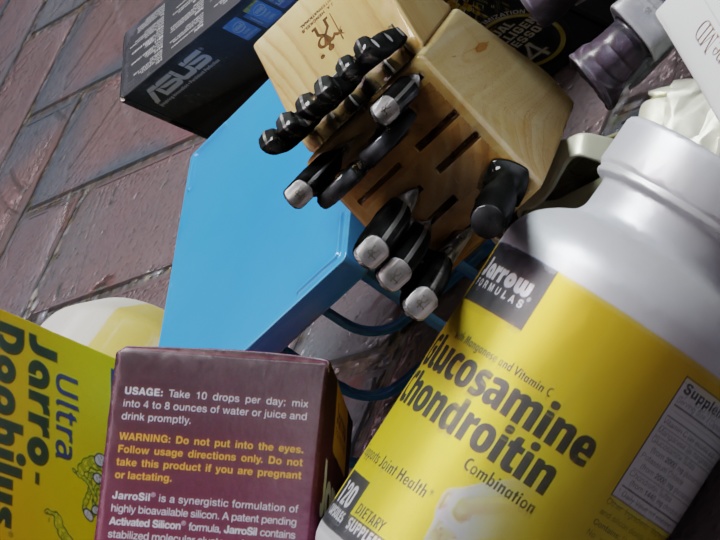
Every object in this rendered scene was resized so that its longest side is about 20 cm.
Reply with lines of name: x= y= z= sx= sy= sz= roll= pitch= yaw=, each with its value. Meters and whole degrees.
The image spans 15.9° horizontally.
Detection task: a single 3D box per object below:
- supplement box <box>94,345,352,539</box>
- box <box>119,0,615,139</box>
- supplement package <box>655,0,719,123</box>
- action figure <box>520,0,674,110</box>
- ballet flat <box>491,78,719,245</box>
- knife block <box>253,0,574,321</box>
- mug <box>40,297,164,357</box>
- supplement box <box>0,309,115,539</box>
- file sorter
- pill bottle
supplement box: x=-0.056 y=0.140 z=0.999 sx=0.110 sy=0.085 sz=0.201 roll=72 pitch=-157 yaw=-74
box: x=0.002 y=-0.117 z=1.259 sx=0.200 sy=0.161 sz=0.049 roll=-33 pitch=44 yaw=42
supplement package: x=0.216 y=-0.109 z=0.872 sx=0.200 sy=0.117 sz=0.117 roll=-50 pitch=24 yaw=17
action figure: x=0.154 y=-0.156 z=1.029 sx=0.200 sy=0.130 sz=0.069 roll=-39 pitch=-15 yaw=14
ballet flat: x=0.122 y=-0.041 z=1.041 sx=0.200 sy=0.069 sz=0.070 roll=-25 pitch=37 yaw=52
knife block: x=0.037 y=-0.035 z=0.996 sx=0.064 sy=0.200 sz=0.176 roll=-41 pitch=50 yaw=17
mug: x=-0.120 y=0.103 z=1.291 sx=0.150 sy=0.185 sz=0.154 roll=93 pitch=-160 yaw=-51
supplement box: x=-0.197 y=0.107 z=1.125 sx=0.199 sy=0.109 sz=0.110 roll=-23 pitch=57 yaw=34
file sorter: x=0.000 y=0.000 z=1.158 sx=0.139 sy=0.122 sz=0.201 roll=-41 pitch=27 yaw=31
pill bottle: x=0.078 y=0.049 z=0.946 sx=0.201 sy=0.112 sz=0.112 roll=-57 pitch=22 yaw=-2
